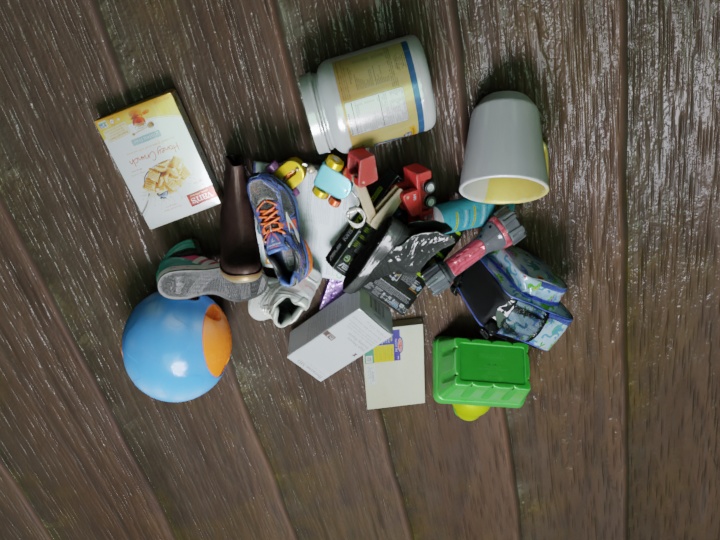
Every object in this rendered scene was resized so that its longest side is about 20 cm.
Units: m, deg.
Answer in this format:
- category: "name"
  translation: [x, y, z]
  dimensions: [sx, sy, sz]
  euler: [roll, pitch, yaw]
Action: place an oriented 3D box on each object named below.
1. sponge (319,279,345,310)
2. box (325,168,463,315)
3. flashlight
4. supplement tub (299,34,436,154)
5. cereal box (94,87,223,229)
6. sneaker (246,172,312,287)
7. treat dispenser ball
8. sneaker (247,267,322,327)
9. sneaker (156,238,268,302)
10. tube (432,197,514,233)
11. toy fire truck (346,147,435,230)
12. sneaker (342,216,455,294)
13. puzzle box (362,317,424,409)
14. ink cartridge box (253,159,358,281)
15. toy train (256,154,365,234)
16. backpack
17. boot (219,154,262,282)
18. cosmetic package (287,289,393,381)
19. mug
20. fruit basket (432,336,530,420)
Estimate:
- category: "sponge"
  translation: [0.000, 0.000, 1.167]
  dimensions: [0.108, 0.030, 0.205]
  euler: [16, 115, -11]
- category: "box"
  translation: [0.064, -0.044, 1.093]
  dimensions: [0.198, 0.047, 0.196]
  euler: [32, 95, -35]
- category: "flashlight"
  translation: [0.197, -0.031, 1.082]
  dimensions: [0.198, 0.068, 0.068]
  euler: [-36, 126, 5]
- category: "supplement tub"
  translation: [0.012, -0.273, 0.964]
  dimensions: [0.194, 0.146, 0.148]
  euler: [-15, 118, 4]
- category: "cereal box"
  translation: [-0.339, -0.186, 1.037]
  dimensions: [0.140, 0.040, 0.204]
  euler: [-18, 117, 5]
- category: "sneaker"
  translation: [-0.132, -0.063, 0.993]
  dimensions: [0.073, 0.079, 0.204]
  euler: [-16, 113, 16]
- category: "treat dispenser ball"
  translation: [-0.334, 0.134, 1.110]
  dimensions: [0.194, 0.202, 0.207]
  euler: [-2, 118, -4]
- category: "sneaker"
  translation: [-0.154, 0.062, 1.119]
  dimensions: [0.077, 0.102, 0.198]
  euler: [32, 140, -26]
- category: "sneaker"
  translation: [-0.272, -0.001, 1.099]
  dimensions: [0.194, 0.121, 0.086]
  euler: [3, 118, -28]
- category: "tube"
  translation: [0.207, -0.107, 1.094]
  dimensions: [0.195, 0.050, 0.080]
  euler: [-16, 127, -30]
- category: "toy fire truck"
  translation: [0.055, -0.108, 0.996]
  dimensions: [0.138, 0.049, 0.205]
  euler: [-20, 122, -20]
- category: "sneaker"
  translation: [0.057, -0.015, 0.995]
  dimensions: [0.102, 0.061, 0.201]
  euler: [25, 126, -18]
- category: "puzzle box"
  translation: [0.070, 0.198, 1.276]
  dimensions: [0.128, 0.026, 0.206]
  euler: [-5, 117, -2]
- category: "ink cartridge box"
  translation: [-0.098, -0.091, 1.095]
  dimensions: [0.193, 0.041, 0.206]
  euler: [10, 115, 5]
- category: "toy train"
  translation: [-0.088, -0.124, 1.031]
  dimensions: [0.193, 0.056, 0.154]
  euler: [-6, 118, 13]
- category: "backpack"
  translation: [0.298, 0.049, 1.133]
  dimensions: [0.196, 0.184, 0.149]
  euler: [24, 111, -29]
- category: "boot"
  translation: [-0.206, -0.089, 1.009]
  dimensions: [0.070, 0.201, 0.171]
  euler: [-6, 117, -14]
- category: "cosmetic package"
  translation: [-0.041, 0.123, 1.176]
  dimensions: [0.198, 0.075, 0.101]
  euler: [-37, 121, 26]
- category: "mug"
  translation: [0.243, -0.203, 1.027]
  dimensions: [0.144, 0.186, 0.159]
  euler: [0, 80, 17]
- category: "fruit basket"
  translation: [0.241, 0.223, 1.262]
  dimensions: [0.208, 0.161, 0.217]
  euler: [2, 160, 1]
